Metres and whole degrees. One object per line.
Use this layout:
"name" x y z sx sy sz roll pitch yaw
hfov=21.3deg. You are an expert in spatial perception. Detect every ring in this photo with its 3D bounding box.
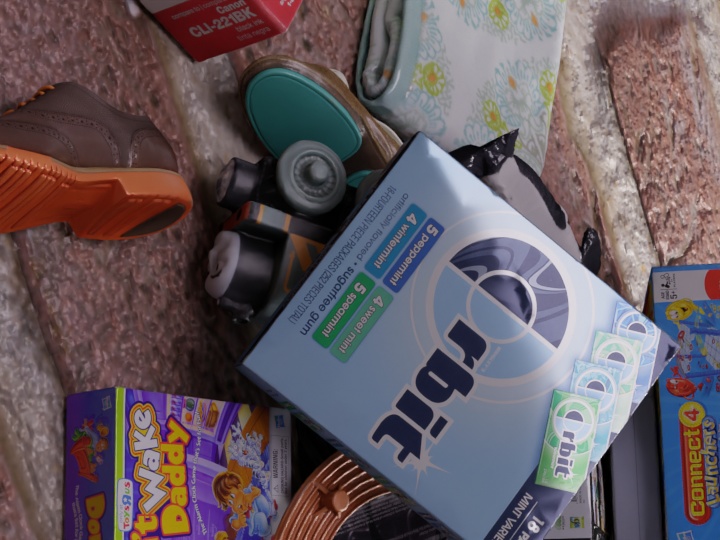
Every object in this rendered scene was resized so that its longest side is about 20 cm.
"ring" 0.026 0.196 1.127 0.200 0.019 0.202 5 82 -39

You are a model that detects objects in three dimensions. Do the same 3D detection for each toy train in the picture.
"toy train" 0.000 0.000 1.161 0.199 0.085 0.114 20 67 -20

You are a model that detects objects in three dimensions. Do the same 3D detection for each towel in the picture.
"towel" 0.077 -0.161 1.338 0.171 0.048 0.201 32 59 -38

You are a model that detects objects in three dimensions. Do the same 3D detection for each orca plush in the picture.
"orca plush" 0.097 -0.017 1.318 0.105 0.071 0.200 -50 131 -10

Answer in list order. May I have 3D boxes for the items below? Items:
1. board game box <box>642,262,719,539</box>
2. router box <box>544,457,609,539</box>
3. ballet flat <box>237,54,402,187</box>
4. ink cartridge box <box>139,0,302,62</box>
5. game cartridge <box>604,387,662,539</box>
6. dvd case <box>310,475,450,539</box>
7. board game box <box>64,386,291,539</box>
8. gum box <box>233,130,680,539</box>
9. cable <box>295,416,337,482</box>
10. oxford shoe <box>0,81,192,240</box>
"board game box" 0.236 0.110 1.361 0.200 0.056 0.197 63 25 -76
"router box" 0.137 0.215 1.262 0.149 0.051 0.201 47 41 -72
"ballet flat" -0.008 -0.084 1.222 0.200 0.068 0.073 41 33 -34
"ink cartridge box" -0.107 -0.248 1.131 0.200 0.084 0.145 45 52 -30
"game cartridge" 0.191 0.156 1.343 0.133 0.041 0.201 80 9 -76
"dvd case" 0.036 0.211 1.177 0.148 0.016 0.201 -16 105 -36
"board game box" -0.100 0.173 1.066 0.134 0.045 0.201 11 73 -46
"gum box" 0.057 0.049 1.104 0.200 0.045 0.170 38 79 -5
"cable" 0.026 0.093 1.219 0.200 0.051 0.164 -50 117 -41
"oxford shoe" -0.179 -0.064 1.032 0.200 0.071 0.073 10 56 -53
